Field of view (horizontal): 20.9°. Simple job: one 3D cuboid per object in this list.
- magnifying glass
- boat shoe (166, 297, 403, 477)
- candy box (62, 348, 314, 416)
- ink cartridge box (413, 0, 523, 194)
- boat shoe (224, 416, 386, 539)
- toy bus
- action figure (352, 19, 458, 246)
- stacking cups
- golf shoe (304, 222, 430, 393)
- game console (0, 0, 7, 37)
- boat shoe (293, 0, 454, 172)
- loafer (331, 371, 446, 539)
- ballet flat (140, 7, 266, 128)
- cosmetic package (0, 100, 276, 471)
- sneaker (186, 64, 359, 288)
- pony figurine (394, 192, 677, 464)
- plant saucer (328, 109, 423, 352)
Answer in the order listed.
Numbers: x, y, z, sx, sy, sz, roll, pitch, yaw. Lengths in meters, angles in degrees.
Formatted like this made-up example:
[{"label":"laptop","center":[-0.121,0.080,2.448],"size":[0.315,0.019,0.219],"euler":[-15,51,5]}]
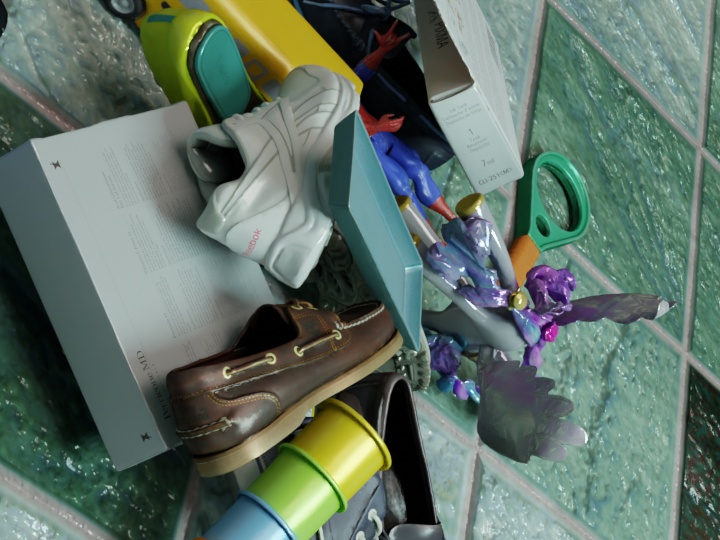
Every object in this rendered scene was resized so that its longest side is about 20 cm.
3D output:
[{"label":"magnifying glass","center":[0.146,-0.032,1.630],"size":[0.080,0.022,0.200],"euler":[54,40,-16]},{"label":"boat shoe","center":[-0.043,0.053,1.189],"size":[0.200,0.070,0.071],"euler":[-33,101,-54]},{"label":"candy box","center":[-0.105,0.048,1.280],"size":[0.200,0.026,0.103],"euler":[32,51,-36]},{"label":"ink cartridge box","center":[0.062,-0.179,1.459],"size":[0.174,0.043,0.201],"euler":[59,15,-32]},{"label":"boat shoe","center":[-0.017,0.185,1.244],"size":[0.092,0.075,0.201],"euler":[-18,85,-13]},{"label":"toy bus","center":[-0.093,-0.168,1.366],"size":[0.200,0.078,0.065],"euler":[45,42,-25]},{"label":"action figure","center":[0.032,-0.101,1.459],"size":[0.200,0.099,0.065],"euler":[42,42,-12]},{"label":"stacking cups","center":[-0.068,0.163,1.172],"size":[0.200,0.060,0.061],"euler":[-43,107,-24]},{"label":"golf shoe","center":[0.000,0.000,1.374],"size":[0.201,0.078,0.098],"euler":[59,32,-32]},{"label":"game console","center":[-0.271,-0.165,1.120],"size":[0.176,0.116,0.201],"euler":[45,42,-24]},{"label":"boat shoe","center":[0.019,-0.173,1.512],"size":[0.201,0.068,0.084],"euler":[55,39,-15]},{"label":"loafer","center":[0.025,0.167,1.342],"size":[0.072,0.063,0.201],"euler":[-1,72,-50]},{"label":"ballet flat","center":[-0.099,-0.105,1.325],"size":[0.067,0.067,0.200],"euler":[-59,149,-26]},{"label":"cosmetic package","center":[-0.129,0.005,1.211],"size":[0.151,0.051,0.201],"euler":[-21,87,-56]},{"label":"sneaker","center":[-0.059,-0.080,1.248],"size":[0.099,0.078,0.201],"euler":[23,34,-12]},{"label":"pony figurine","center":[0.105,0.039,1.412],"size":[0.167,0.193,0.200],"euler":[-45,112,-23]},{"label":"plant saucer","center":[0.011,-0.021,1.251],"size":[0.200,0.019,0.070],"euler":[65,25,-59]}]
